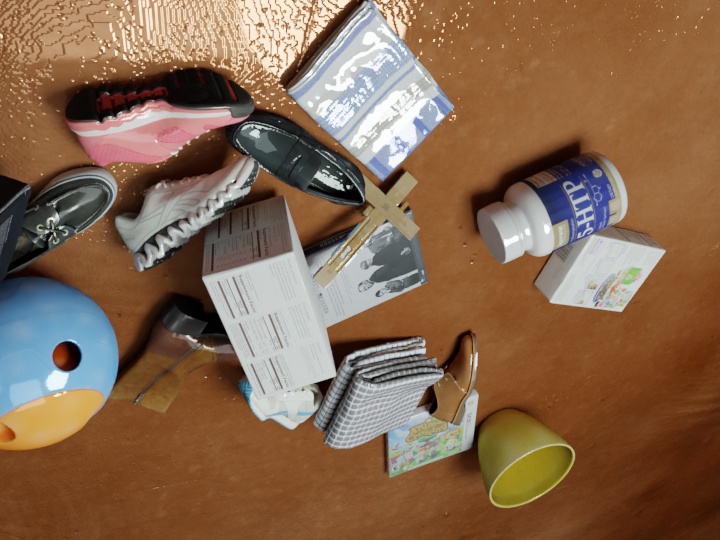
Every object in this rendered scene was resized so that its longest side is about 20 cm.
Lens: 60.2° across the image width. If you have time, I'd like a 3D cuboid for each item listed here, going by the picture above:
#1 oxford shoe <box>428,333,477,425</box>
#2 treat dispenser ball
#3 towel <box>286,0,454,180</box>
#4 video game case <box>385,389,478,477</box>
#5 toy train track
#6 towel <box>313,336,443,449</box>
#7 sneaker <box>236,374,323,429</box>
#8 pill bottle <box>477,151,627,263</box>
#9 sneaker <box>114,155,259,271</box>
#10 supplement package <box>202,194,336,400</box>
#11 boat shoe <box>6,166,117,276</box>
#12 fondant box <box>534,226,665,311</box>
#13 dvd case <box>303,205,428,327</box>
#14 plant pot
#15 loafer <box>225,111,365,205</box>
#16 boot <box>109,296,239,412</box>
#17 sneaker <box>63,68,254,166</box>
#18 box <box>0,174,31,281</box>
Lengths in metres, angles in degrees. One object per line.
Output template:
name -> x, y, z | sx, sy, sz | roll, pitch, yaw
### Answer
oxford shoe -> 0.174, 0.205, 1.166 | 0.071, 0.071, 0.201 | 12, 114, -2
treat dispenser ball -> -0.392, 0.108, 0.731 | 0.200, 0.201, 0.202 | -13, 130, -16
towel -> 0.018, -0.218, 0.783 | 0.147, 0.024, 0.200 | -44, 131, 10
video game case -> 0.147, 0.339, 1.286 | 0.199, 0.022, 0.183 | -15, 130, -14
toy train track -> 0.005, -0.058, 0.879 | 0.115, 0.033, 0.200 | 42, 84, -11
towel -> 0.035, 0.214, 1.067 | 0.199, 0.086, 0.166 | -6, 130, -39
sneaker -> -0.129, 0.197, 0.999 | 0.081, 0.077, 0.200 | -38, 153, 4
pill bottle -> 0.287, -0.091, 0.948 | 0.199, 0.120, 0.120 | -24, 132, -6
sneaker -> -0.211, -0.082, 0.745 | 0.200, 0.075, 0.081 | -35, 94, 11
supplement package -> -0.117, 0.033, 0.809 | 0.110, 0.156, 0.201 | -16, 124, -2
boat shoe -> -0.369, -0.047, 0.718 | 0.199, 0.057, 0.069 | -31, 132, 1
fondant box -> 0.433, -0.005, 1.125 | 0.199, 0.058, 0.145 | 8, 122, -29
dvd case -> 0.000, 0.000, 0.950 | 0.199, 0.025, 0.151 | -23, 132, -6
plant pot -> 0.329, 0.382, 1.323 | 0.199, 0.142, 0.201 | -13, 131, -16
loafer -> -0.073, -0.136, 0.776 | 0.200, 0.071, 0.068 | 22, 115, -35
boot -> -0.248, 0.151, 0.924 | 0.188, 0.069, 0.200 | 23, 115, -39
sneaker -> -0.219, -0.166, 0.700 | 0.199, 0.074, 0.087 | -11, 143, -12
box -> -0.442, -0.036, 0.563 | 0.199, 0.197, 0.124 | 19, 108, -19
